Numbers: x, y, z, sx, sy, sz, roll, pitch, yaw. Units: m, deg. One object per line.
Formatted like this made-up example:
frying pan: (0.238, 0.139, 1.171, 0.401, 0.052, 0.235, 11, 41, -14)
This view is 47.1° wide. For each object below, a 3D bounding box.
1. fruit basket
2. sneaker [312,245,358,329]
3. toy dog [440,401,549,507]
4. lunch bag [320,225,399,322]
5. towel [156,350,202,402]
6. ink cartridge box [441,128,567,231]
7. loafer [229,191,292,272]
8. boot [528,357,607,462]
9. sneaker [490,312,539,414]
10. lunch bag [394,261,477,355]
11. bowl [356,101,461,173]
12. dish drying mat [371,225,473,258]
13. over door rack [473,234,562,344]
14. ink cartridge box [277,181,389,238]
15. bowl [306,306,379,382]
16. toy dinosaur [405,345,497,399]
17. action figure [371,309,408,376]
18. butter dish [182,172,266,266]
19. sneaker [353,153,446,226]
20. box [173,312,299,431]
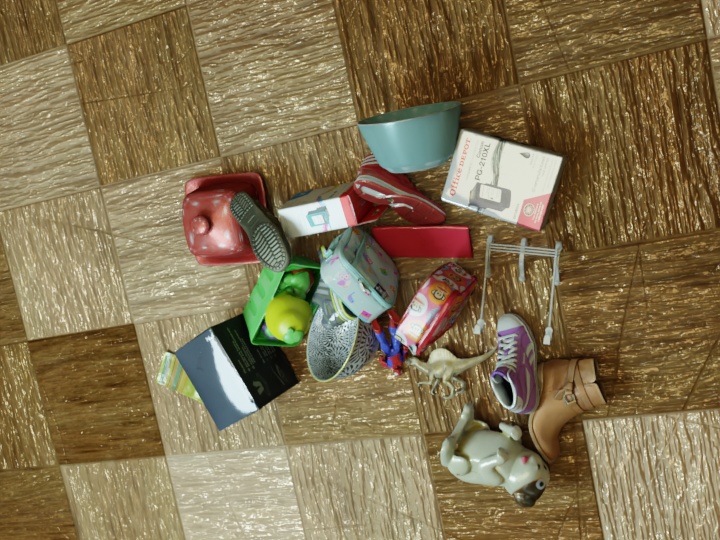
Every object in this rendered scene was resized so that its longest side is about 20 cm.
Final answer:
fruit basket: (-0.142, 0.081, 1.709, 0.216, 0.155, 0.216, -8, 79, 45)
sneaker: (-0.064, 0.031, 1.652, 0.081, 0.074, 0.200, -35, 43, 21)
toy dog: (0.272, 0.387, 1.628, 0.200, 0.140, 0.194, 18, 127, 25)
lunch bag: (0.000, 0.000, 1.612, 0.077, 0.200, 0.160, -35, 105, 20)
towel: (-0.384, 0.263, 1.929, 0.200, 0.018, 0.086, 21, 107, 16)
ink cartridge box: (0.270, -0.175, 1.562, 0.200, 0.084, 0.145, 19, 105, 17)
loafer: (-0.190, -0.080, 1.673, 0.076, 0.067, 0.200, -42, 66, 23)
boot: (0.402, 0.268, 1.594, 0.155, 0.074, 0.200, -14, 91, 28)
sneaker: (0.287, 0.171, 1.576, 0.073, 0.114, 0.201, -23, 65, 33)
lunch bag: (0.140, 0.080, 1.597, 0.082, 0.200, 0.176, 36, 113, 13)
bowl: (0.100, -0.248, 1.560, 0.201, 0.201, 0.105, -5, 106, 22)
dish drying mat: (0.125, -0.059, 1.664, 0.200, 0.018, 0.077, 1, 124, 20)
over door rack: (0.305, 0.037, 1.589, 0.148, 0.067, 0.200, 6, 81, 19)
ink cartridge box: (-0.051, -0.129, 1.671, 0.200, 0.116, 0.067, -10, 109, 22)
bowl: (-0.022, 0.140, 1.709, 0.201, 0.094, 0.201, -34, 47, 47)
toy dinosaur: (0.182, 0.206, 1.681, 0.200, 0.058, 0.101, -7, 96, 22)
action figure: (0.063, 0.158, 1.670, 0.065, 0.200, 0.052, -26, 54, -7)
butter dish: (-0.309, -0.102, 1.763, 0.199, 0.148, 0.200, -4, 98, 21)
sneaker: (0.089, -0.173, 1.638, 0.200, 0.116, 0.078, 26, 147, -19)
box: (-0.262, 0.208, 1.774, 0.117, 0.200, 0.197, -32, 87, 23)
